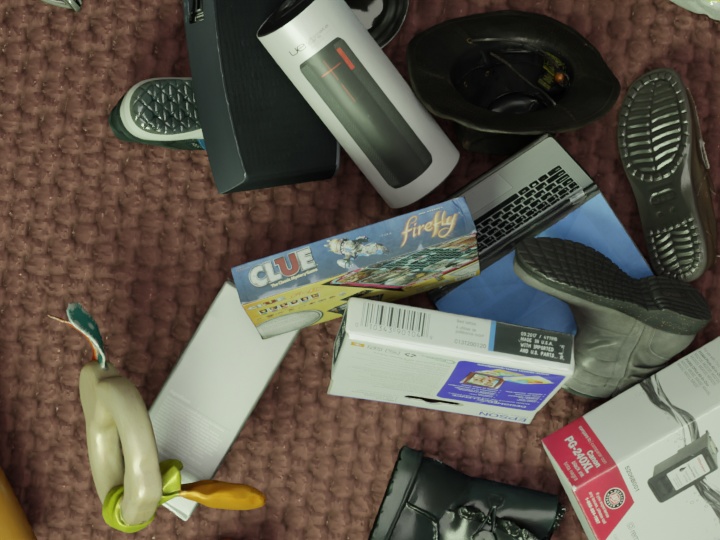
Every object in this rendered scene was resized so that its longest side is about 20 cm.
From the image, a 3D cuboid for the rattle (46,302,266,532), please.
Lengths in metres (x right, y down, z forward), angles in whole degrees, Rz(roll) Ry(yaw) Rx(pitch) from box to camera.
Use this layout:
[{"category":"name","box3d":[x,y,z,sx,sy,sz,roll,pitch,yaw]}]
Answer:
[{"category":"rattle","box3d":[-0.174,0.113,1.630,0.142,0.130,0.201,-14,63,-10]}]

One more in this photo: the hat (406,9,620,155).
[{"category":"hat","box3d":[0.128,-0.152,1.715,0.199,0.201,0.081,11,131,-3]}]

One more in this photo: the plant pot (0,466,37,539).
[{"category":"plant pot","box3d":[-0.382,0.217,1.674,0.200,0.200,0.184,-36,107,-1]}]

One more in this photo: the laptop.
[{"category":"laptop","box3d":[0.145,0.003,1.696,0.187,0.200,0.116,-34,63,12]}]

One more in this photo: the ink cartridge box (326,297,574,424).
[{"category":"ink cartridge box","box3d":[0.074,0.083,1.685,0.197,0.200,0.044,9,71,-4]}]

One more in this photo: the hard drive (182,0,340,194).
[{"category":"hard drive","box3d":[-0.082,-0.175,1.685,0.134,0.042,0.202,-9,90,-33]}]

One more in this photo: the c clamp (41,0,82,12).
[{"category":"c clamp","box3d":[-0.233,-0.312,1.739,0.200,0.027,0.171,-39,93,-1]}]

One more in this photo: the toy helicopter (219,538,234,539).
[{"category":"toy helicopter","box3d":[-0.105,0.352,1.739,0.132,0.079,0.200,-42,105,-7]}]

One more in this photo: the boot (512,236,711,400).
[{"category":"boot","box3d":[0.202,0.055,1.701,0.199,0.070,0.132,21,126,-16]}]

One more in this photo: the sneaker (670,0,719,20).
[{"category":"sneaker","box3d":[0.286,-0.306,1.736,0.199,0.076,0.106,26,90,-2]}]

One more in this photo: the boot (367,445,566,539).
[{"category":"boot","box3d":[0.084,0.276,1.740,0.167,0.076,0.201,21,84,1]}]

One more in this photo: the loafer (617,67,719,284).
[{"category":"loafer","box3d":[0.286,-0.085,1.754,0.073,0.071,0.202,-9,81,30]}]

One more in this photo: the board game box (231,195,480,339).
[{"category":"board game box","box3d":[0.000,0.000,1.592,0.199,0.136,0.035,-17,75,0]}]

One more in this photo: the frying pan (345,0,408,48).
[{"category":"frying pan","box3d":[-0.047,-0.235,1.746,0.189,0.031,0.116,-24,92,2]}]

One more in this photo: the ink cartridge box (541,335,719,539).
[{"category":"ink cartridge box","box3d":[0.284,0.173,1.716,0.199,0.083,0.146,-29,123,-1]}]

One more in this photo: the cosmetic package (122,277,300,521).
[{"category":"cosmetic package","box3d":[-0.134,0.111,1.714,0.090,0.107,0.201,33,92,-1]}]

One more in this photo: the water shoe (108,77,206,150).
[{"category":"water shoe","box3d":[-0.129,-0.143,1.728,0.199,0.079,0.072,4,83,-28]}]

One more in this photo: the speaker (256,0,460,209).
[{"category":"speaker","box3d":[-0.002,-0.154,1.663,0.081,0.081,0.200,-38,109,-1]}]
